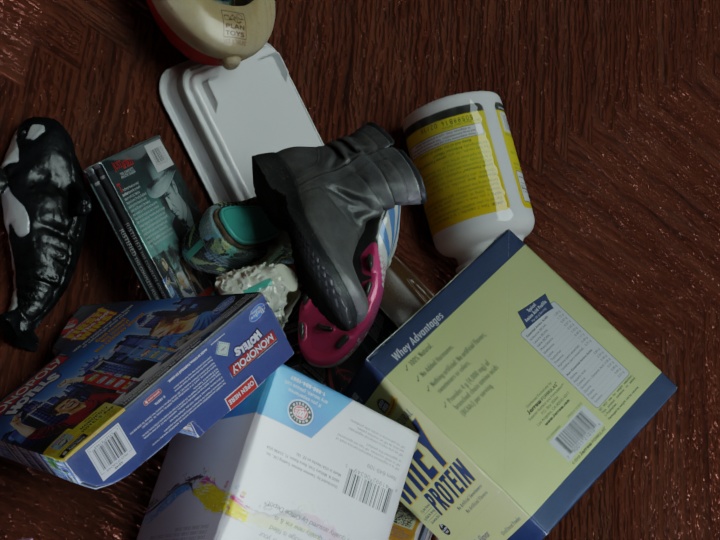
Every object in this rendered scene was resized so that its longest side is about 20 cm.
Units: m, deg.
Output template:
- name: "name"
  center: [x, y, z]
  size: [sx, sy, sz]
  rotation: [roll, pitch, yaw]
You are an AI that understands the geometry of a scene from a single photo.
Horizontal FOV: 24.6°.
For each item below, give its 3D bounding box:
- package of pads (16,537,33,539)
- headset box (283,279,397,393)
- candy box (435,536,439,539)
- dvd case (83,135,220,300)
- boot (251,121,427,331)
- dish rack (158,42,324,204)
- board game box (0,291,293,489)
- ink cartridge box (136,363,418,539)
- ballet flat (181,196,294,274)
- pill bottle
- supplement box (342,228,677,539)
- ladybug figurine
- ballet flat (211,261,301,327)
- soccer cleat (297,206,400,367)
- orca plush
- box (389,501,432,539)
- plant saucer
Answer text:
- name: "package of pads"
  center: [-0.230, 0.288, 1.140]
  size: [0.076, 0.120, 0.200]
  rotation: [-39, 103, -45]
- name: "headset box"
  center: [-0.025, 0.118, 1.504]
  size: [0.149, 0.075, 0.200]
  rotation: [45, 43, -25]
- name: "candy box"
  center: [0.110, 0.218, 1.535]
  size: [0.055, 0.115, 0.200]
  rotation: [4, 87, -11]
- name: "dvd case"
  center: [-0.158, -0.014, 1.418]
  size: [0.200, 0.022, 0.146]
  rotation: [64, 18, -7]
- name: "boot"
  center: [0.000, -0.047, 1.381]
  size: [0.131, 0.070, 0.200]
  rotation: [-17, 55, -16]
- name: "dish rack"
  center: [-0.092, -0.122, 1.570]
  size: [0.172, 0.043, 0.200]
  rotation: [-32, 97, -51]
- name: "board game box"
  center: [-0.188, 0.088, 1.259]
  size: [0.200, 0.200, 0.062]
  rotation: [-41, 117, -29]
- name: "ink cartridge box"
  center: [-0.074, 0.199, 1.299]
  size: [0.147, 0.146, 0.200]
  rotation: [30, 65, -26]
- name: "ballet flat"
  center: [-0.090, -0.030, 1.464]
  size: [0.200, 0.074, 0.074]
  rotation: [-2, 74, -58]
- name: "pill bottle"
  center: [0.120, -0.079, 1.746]
  size: [0.111, 0.111, 0.200]
  rotation: [-2, 73, -50]
- name: "supplement box"
  center: [0.117, 0.114, 1.400]
  size: [0.200, 0.134, 0.200]
  rotation: [44, 57, 8]
- name: "ladybug figurine"
  center: [-0.150, -0.267, 1.531]
  size: [0.136, 0.072, 0.200]
  rotation: [4, 59, -37]
- name: "ballet flat"
  center: [-0.078, 0.024, 1.358]
  size: [0.200, 0.072, 0.072]
  rotation: [130, -62, -88]
- name: "soccer cleat"
  center: [0.000, 0.000, 1.472]
  size: [0.086, 0.070, 0.200]
  rotation: [55, 48, -63]
- name: "orca plush"
  center: [-0.250, -0.042, 1.317]
  size: [0.105, 0.071, 0.200]
  rotation: [38, 46, -32]
- name: "box"
  center: [0.043, 0.228, 1.487]
  size: [0.200, 0.041, 0.119]
  rotation: [-55, 160, -56]
- name: "plant saucer"
  center: [0.054, 0.037, 1.585]
  size: [0.200, 0.032, 0.200]
  rotation: [46, 5, -6]
